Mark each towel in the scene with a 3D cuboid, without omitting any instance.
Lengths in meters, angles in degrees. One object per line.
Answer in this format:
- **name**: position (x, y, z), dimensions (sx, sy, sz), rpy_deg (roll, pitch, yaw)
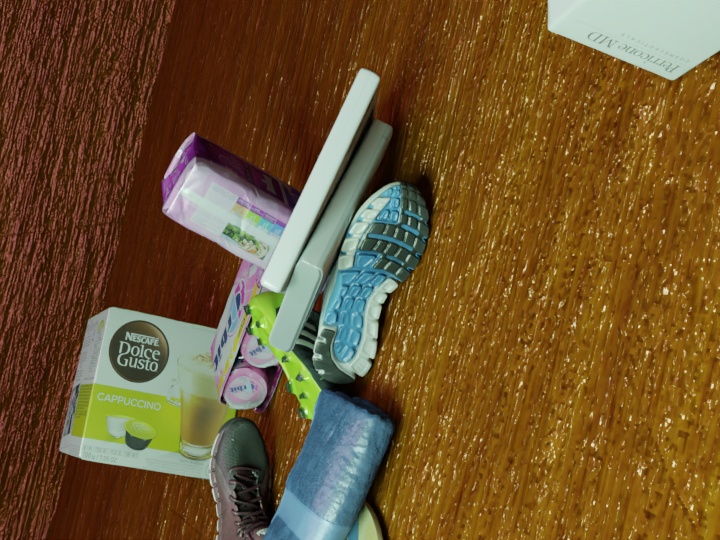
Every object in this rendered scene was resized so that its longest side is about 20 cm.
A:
- **towel**: position (-0.039, 0.206, 0.801), dimensions (0.203, 0.048, 0.111), rpy_deg (-65, 19, -5)

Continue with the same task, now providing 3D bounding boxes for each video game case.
- **video game case**: position (-0.035, -0.073, 0.853), dimensions (0.182, 0.023, 0.203), rpy_deg (110, -175, -88)

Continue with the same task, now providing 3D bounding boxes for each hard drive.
- **hard drive**: position (-0.026, -0.035, 0.876), dimensions (0.133, 0.026, 0.202), rpy_deg (115, -179, -50)

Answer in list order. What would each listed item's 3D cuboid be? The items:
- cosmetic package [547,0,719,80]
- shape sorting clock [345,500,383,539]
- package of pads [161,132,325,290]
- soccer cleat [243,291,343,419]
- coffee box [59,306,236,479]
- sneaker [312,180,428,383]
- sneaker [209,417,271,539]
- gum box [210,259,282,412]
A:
- **cosmetic package**: position (0.193, -0.187, 0.467), dimensions (0.200, 0.100, 0.073), rpy_deg (146, 133, -59)
- **shape sorting clock**: position (-0.032, 0.297, 0.801), dimensions (0.201, 0.039, 0.202), rpy_deg (-52, 23, 32)
- **package of pads**: position (-0.114, -0.062, 0.990), dimensions (0.076, 0.198, 0.121), rpy_deg (-55, 24, 14)
- **soccer cleat**: position (-0.049, 0.084, 0.935), dimensions (0.201, 0.080, 0.068), rpy_deg (51, 150, 40)
- **coffee box**: position (-0.291, 0.173, 1.283), dimensions (0.199, 0.196, 0.202), rpy_deg (-18, 60, 64)
- **sneaker**: position (0.000, 0.000, 0.862), dimensions (0.087, 0.074, 0.203), rpy_deg (-105, 36, -62)
- **sneaker**: position (-0.112, 0.261, 0.990), dimensions (0.115, 0.074, 0.205), rpy_deg (-18, 71, 58)
- **gum box**: position (-0.123, 0.062, 1.119), dimensions (0.114, 0.065, 0.203), rpy_deg (-114, 42, -58)
